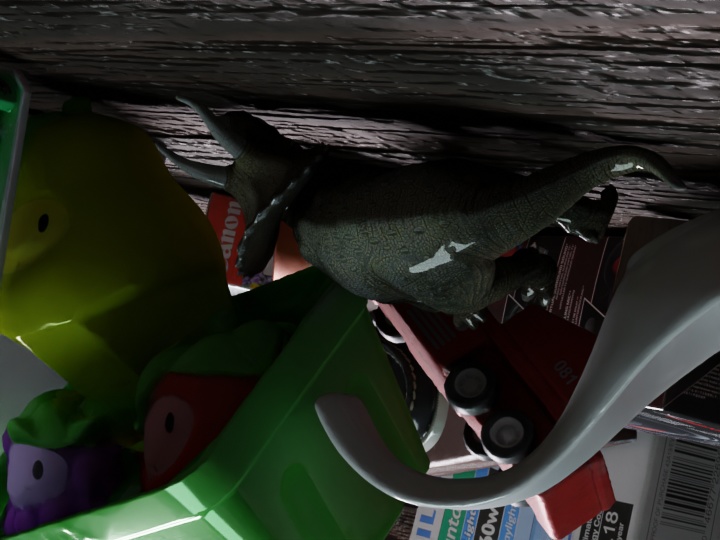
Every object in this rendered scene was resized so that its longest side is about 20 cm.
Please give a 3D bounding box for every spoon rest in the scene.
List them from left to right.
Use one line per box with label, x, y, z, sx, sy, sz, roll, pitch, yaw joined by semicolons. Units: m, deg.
spoon rest;0.085;0.033;0.670;0.199;0.061;0.099;-25;167;14

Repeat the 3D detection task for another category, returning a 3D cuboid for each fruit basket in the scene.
fruit basket;-0.094;0.042;0.771;0.214;0.156;0.217;19;135;20

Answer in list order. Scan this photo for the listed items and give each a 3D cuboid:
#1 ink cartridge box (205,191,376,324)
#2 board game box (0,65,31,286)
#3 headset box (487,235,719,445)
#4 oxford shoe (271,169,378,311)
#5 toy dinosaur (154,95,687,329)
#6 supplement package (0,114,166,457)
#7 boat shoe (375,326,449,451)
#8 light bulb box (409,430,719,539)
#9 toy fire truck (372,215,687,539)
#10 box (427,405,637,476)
ink cartridge box;-0.051;-0.005;1.064;0.198;0.051;0.109;13;173;1
board game box;-0.236;0.005;0.769;0.198;0.202;0.026;11;-177;21
headset box;0.142;0.036;0.891;0.147;0.076;0.200;15;174;-26
oxford shoe;0.000;0.000;0.904;0.072;0.072;0.200;7;174;2
toy dinosaur;0.023;-0.012;0.671;0.102;0.078;0.199;-1;-171;-40
supplement package;-0.220;0.020;0.913;0.190;0.202;0.147;15;174;-23
boat shoe;-0.026;0.054;1.013;0.060;0.075;0.199;12;-178;-33
light bulb box;0.141;0.119;1.112;0.124;0.200;0.199;16;173;-33
toy fire truck;0.098;0.025;0.745;0.200;0.140;0.049;53;172;32
box;0.045;0.074;1.057;0.099;0.076;0.199;-1;171;-36
